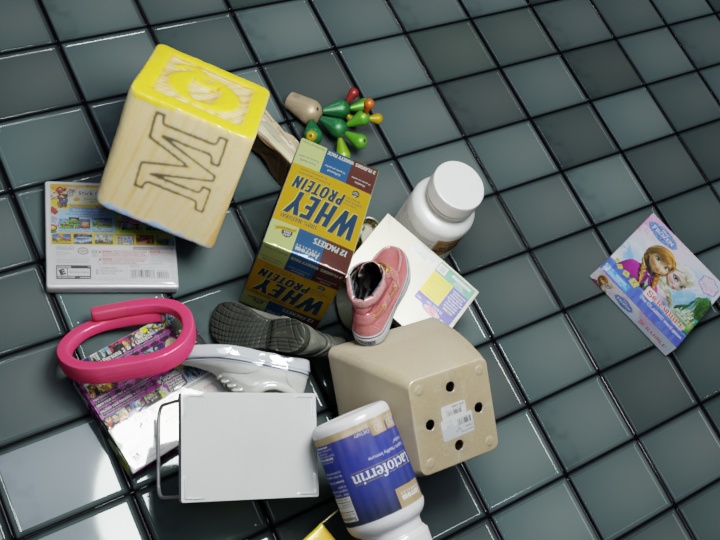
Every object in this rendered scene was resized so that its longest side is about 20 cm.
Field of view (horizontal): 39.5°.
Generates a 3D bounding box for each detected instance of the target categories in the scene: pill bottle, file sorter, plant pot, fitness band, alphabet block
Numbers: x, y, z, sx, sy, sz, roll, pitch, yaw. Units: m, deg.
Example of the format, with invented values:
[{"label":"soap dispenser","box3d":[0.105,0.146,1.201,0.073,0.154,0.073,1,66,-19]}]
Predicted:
[{"label":"pill bottle","box3d":[0.019,0.290,1.359,0.114,0.115,0.203,-20,85,-29]},{"label":"pill bottle","box3d":[0.126,-0.090,1.667,0.112,0.200,0.116,9,60,-16]},{"label":"file sorter","box3d":[-0.173,0.246,1.391,0.197,0.124,0.142,4,77,-28]},{"label":"plant pot","box3d":[0.091,0.196,1.468,0.197,0.176,0.204,-14,99,-27]},{"label":"fitness band","box3d":[-0.332,0.101,1.429,0.196,0.038,0.145,-10,37,-5]},{"label":"alphabet block","box3d":[-0.269,-0.192,1.534,0.194,0.202,0.197,21,32,-11]}]

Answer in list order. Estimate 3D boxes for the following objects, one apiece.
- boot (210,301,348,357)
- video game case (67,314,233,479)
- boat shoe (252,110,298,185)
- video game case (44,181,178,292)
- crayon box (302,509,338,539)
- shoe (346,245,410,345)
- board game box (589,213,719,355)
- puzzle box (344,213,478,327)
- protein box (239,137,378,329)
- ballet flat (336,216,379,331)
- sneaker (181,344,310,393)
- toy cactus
[{"label":"boot","box3d":[-0.125,0.103,1.537,0.130,0.197,0.069,24,79,-56]},{"label":"video game case","box3d":[-0.296,0.173,1.460,0.199,0.036,0.182,-30,77,-31]},{"label":"boat shoe","box3d":[-0.133,-0.207,1.709,0.065,0.072,0.200,-36,75,-31]},{"label":"video game case","box3d":[-0.386,-0.052,1.555,0.196,0.023,0.185,0,63,-20]},{"label":"crayon box","box3d":[-0.101,0.417,1.351,0.199,0.127,0.051,-37,80,-32]},{"label":"shoe","box3d":[0.029,0.011,1.509,0.070,0.092,0.202,5,43,15]},{"label":"board game box","box3d":[0.557,0.022,1.869,0.200,0.041,0.199,46,57,7]},{"label":"puzzle box","box3d":[0.078,0.022,1.614,0.199,0.025,0.133,41,69,2]},{"label":"protein box","box3d":[-0.082,-0.052,1.566,0.133,0.199,0.202,21,57,-7]},{"label":"ballet flat","box3d":[0.000,0.000,1.651,0.066,0.064,0.203,14,59,-13]},{"label":"sneaker","box3d":[-0.171,0.151,1.459,0.196,0.073,0.072,10,77,-10]},{"label":"toy cactus","box3d":[-0.060,-0.264,1.760,0.164,0.103,0.201,31,62,11]}]
